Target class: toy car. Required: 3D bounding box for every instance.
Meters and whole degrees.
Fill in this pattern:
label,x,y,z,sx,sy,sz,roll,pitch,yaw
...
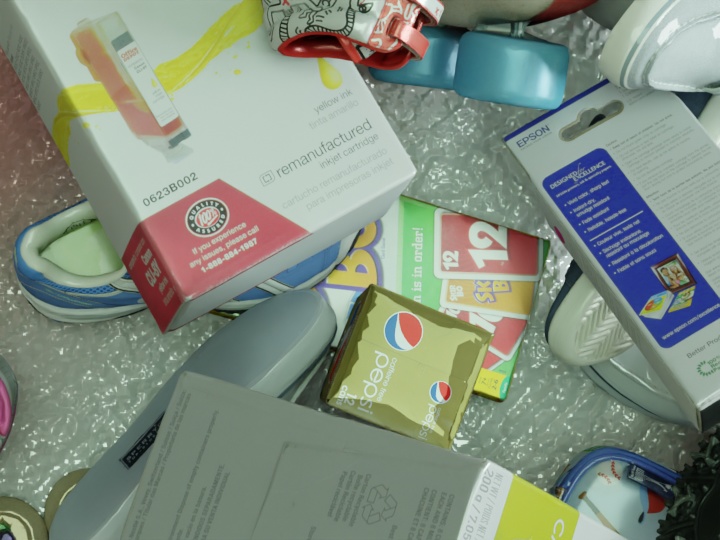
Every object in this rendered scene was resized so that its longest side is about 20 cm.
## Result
label,x,y,z,sx,sy,sz,roll,pitch,yaw
toy car,0.126,-0.183,1.388,0.199,0.177,0.186,4,97,-32

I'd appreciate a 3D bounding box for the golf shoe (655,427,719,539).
label,x,y,z,sx,sy,sz,roll,pitch,yaw
golf shoe,0.224,0.106,1.292,0.095,0.078,0.201,45,59,-27

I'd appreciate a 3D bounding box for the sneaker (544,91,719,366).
label,x,y,z,sx,sy,sz,roll,pitch,yaw
sneaker,0.148,-0.037,1.386,0.084,0.075,0.200,25,67,33

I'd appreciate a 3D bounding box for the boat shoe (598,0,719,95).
label,x,y,z,sx,sy,sz,roll,pitch,yaw
boat shoe,0.208,-0.128,1.333,0.071,0.070,0.200,41,38,25

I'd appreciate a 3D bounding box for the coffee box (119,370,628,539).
label,x,y,z,sx,sy,sz,roll,pitch,yaw
coffee box,0.003,0.192,1.250,0.199,0.198,0.201,12,77,37

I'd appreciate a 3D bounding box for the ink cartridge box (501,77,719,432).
label,x,y,z,sx,sy,sz,roll,pitch,yaw
ink cartridge box,0.164,-0.017,1.301,0.094,0.037,0.200,-29,59,-7

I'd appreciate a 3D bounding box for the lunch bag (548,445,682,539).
label,x,y,z,sx,sy,sz,roll,pitch,yaw
lunch bag,0.152,0.201,1.364,0.160,0.076,0.201,29,86,0

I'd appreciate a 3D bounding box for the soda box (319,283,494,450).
label,x,y,z,sx,sy,sz,roll,pitch,yaw
soda box,0.021,0.051,1.286,0.067,0.200,0.064,22,88,-1

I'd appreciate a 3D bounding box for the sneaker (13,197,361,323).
label,x,y,z,sx,sy,sz,roll,pitch,yaw
sneaker,-0.095,-0.013,1.350,0.199,0.077,0.076,-14,77,4

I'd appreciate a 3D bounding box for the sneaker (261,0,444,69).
label,x,y,z,sx,sy,sz,roll,pitch,yaw
sneaker,0.043,-0.160,1.239,0.200,0.067,0.109,-7,78,9

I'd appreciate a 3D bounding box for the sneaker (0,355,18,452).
label,x,y,z,sx,sy,sz,roll,pitch,yaw
sneaker,-0.253,0.113,1.347,0.200,0.088,0.082,-38,90,15

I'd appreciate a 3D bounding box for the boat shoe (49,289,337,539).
label,x,y,z,sx,sy,sz,roll,pitch,yaw
boat shoe,-0.080,0.095,1.351,0.200,0.074,0.065,-43,122,4

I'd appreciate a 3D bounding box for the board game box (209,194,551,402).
label,x,y,z,sx,sy,sz,roll,pitch,yaw
board game box,0.000,0.000,1.402,0.199,0.030,0.096,17,83,1

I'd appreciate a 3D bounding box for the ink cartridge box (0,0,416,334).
label,x,y,z,sx,sy,sz,roll,pitch,yaw
ink cartridge box,-0.086,-0.093,1.293,0.145,0.083,0.201,-29,83,-16

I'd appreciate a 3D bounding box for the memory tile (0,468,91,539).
label,x,y,z,sx,sy,sz,roll,pitch,yaw
memory tile,-0.155,0.190,1.375,0.199,0.017,0.154,-21,85,-6

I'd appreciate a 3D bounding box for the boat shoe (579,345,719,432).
label,x,y,z,sx,sy,sz,roll,pitch,yaw
boat shoe,0.217,0.058,1.389,0.199,0.067,0.074,18,83,-2
